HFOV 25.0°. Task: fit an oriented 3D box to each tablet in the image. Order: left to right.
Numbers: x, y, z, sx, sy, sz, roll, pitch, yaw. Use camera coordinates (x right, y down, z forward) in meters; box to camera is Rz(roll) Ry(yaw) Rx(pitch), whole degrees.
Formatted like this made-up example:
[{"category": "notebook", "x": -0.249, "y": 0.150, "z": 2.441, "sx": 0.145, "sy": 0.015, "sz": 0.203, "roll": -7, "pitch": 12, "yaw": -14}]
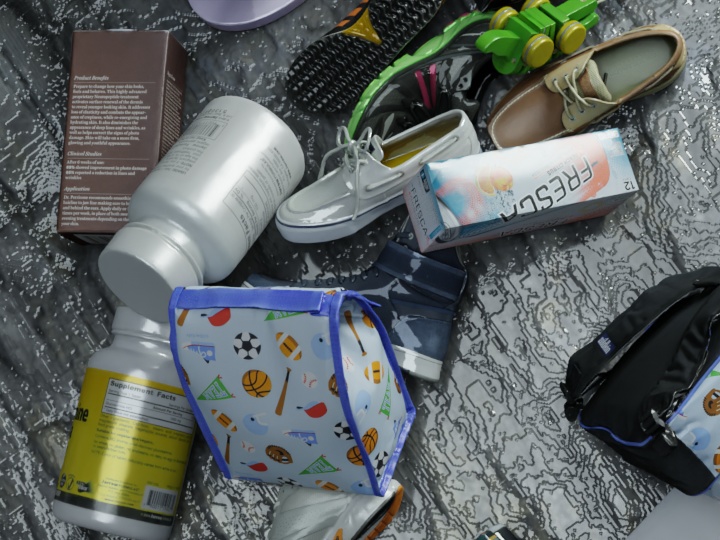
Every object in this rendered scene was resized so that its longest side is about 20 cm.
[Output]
[{"category": "tablet", "x": 0.279, "y": 0.269, "z": 1.382, "sx": 0.130, "sy": 0.014, "sz": 0.200, "roll": 43, "pitch": 62, "yaw": 14}]

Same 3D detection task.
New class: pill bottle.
[{"category": "pill bottle", "x": -0.207, "y": 0.140, "z": 1.487, "sx": 0.111, "sy": 0.112, "sz": 0.202, "roll": 11, "pitch": 81, "yaw": 12}, {"category": "pill bottle", "x": -0.146, "y": -0.054, "z": 1.472, "sx": 0.114, "sy": 0.115, "sz": 0.200, "roll": 27, "pitch": 57, "yaw": 14}]

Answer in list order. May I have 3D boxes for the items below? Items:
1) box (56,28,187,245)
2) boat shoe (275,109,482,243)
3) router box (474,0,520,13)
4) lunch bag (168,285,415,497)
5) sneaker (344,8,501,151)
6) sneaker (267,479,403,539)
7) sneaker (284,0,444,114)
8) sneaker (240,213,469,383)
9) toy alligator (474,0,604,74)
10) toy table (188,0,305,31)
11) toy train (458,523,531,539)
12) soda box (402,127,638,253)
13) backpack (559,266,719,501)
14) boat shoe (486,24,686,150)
[{"category": "box", "x": -0.229, "y": -0.126, "z": 1.561, "sx": 0.099, "sy": 0.075, "sz": 0.202, "roll": 2, "pitch": 82, "yaw": 11}, {"category": "boat shoe", "x": 0.010, "y": -0.096, "z": 1.464, "sx": 0.200, "sy": 0.086, "sz": 0.075, "roll": -20, "pitch": 40, "yaw": 1}, {"category": "router box", "x": 0.146, "y": -0.355, "z": 1.512, "sx": 0.149, "sy": 0.062, "sz": 0.201, "roll": -19, "pitch": 77, "yaw": -18}, {"category": "lunch bag", "x": -0.060, "y": 0.087, "z": 1.406, "sx": 0.169, "sy": 0.201, "sz": 0.124, "roll": 0, "pitch": 46, "yaw": 24}, {"category": "sneaker", "x": 0.067, "y": -0.160, "z": 1.510, "sx": 0.200, "sy": 0.077, "sz": 0.084, "roll": -39, "pitch": 72, "yaw": 3}, {"category": "sneaker", "x": -0.057, "y": 0.241, "z": 1.469, "sx": 0.200, "sy": 0.076, "sz": 0.092, "roll": -43, "pitch": 68, "yaw": -7}, {"category": "sneaker", "x": 0.014, "y": -0.223, "z": 1.540, "sx": 0.200, "sy": 0.090, "sz": 0.070, "roll": -41, "pitch": 92, "yaw": 27}, {"category": "sneaker", "x": 0.001, "y": 0.000, "z": 1.487, "sx": 0.201, "sy": 0.077, "sz": 0.147, "roll": 20, "pitch": 91, "yaw": 7}, {"category": "toy alligator", "x": 0.180, "y": -0.219, "z": 1.492, "sx": 0.199, "sy": 0.055, "sz": 0.059, "roll": -26, "pitch": 54, "yaw": -31}, {"category": "toy table", "x": -0.093, "y": -0.328, "z": 1.549, "sx": 0.183, "sy": 0.117, "sz": 0.201, "roll": 36, "pitch": 87, "yaw": 14}, {"category": "toy train", "x": 0.152, "y": 0.305, "z": 1.396, "sx": 0.200, "sy": 0.114, "sz": 0.085, "roll": 47, "pitch": 125, "yaw": 20}, {"category": "soda box", "x": 0.143, "y": -0.072, "z": 1.442, "sx": 0.198, "sy": 0.068, "sz": 0.064, "roll": -12, "pitch": 76, "yaw": -21}, {"category": "backpack", "x": 0.295, "y": 0.092, "z": 1.370, "sx": 0.154, "sy": 0.200, "sz": 0.191, "roll": 36, "pitch": 86, "yaw": -18}, {"category": "boat shoe", "x": 0.206, "y": -0.170, "z": 1.483, "sx": 0.199, "sy": 0.074, "sz": 0.076, "roll": -30, "pitch": 87, "yaw": 4}]
